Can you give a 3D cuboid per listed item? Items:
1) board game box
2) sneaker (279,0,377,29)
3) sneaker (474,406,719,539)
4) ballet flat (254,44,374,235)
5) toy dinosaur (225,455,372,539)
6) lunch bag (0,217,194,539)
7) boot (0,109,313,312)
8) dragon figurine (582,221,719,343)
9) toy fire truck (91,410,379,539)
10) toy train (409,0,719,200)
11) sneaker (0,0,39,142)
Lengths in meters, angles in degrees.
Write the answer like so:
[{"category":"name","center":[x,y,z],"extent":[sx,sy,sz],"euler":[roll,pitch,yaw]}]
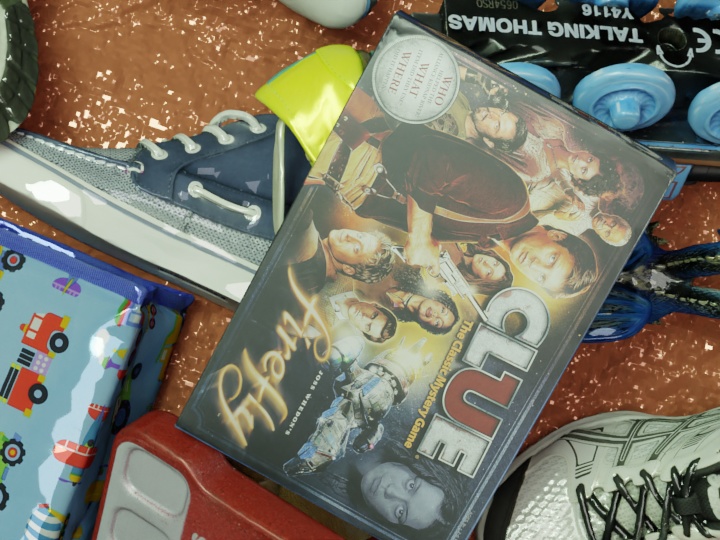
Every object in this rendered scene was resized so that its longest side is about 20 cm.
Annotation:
[{"category":"board game box","center":[0.027,0.010,0.877],"extent":[0.135,0.035,0.200],"euler":[28,101,0]},{"category":"sneaker","center":[-0.078,-0.176,0.957],"extent":[0.200,0.072,0.072],"euler":[41,59,5]},{"category":"sneaker","center":[0.149,0.098,0.963],"extent":[0.199,0.088,0.076],"euler":[-19,92,-1]},{"category":"ballet flat","center":[0.000,0.000,0.926],"extent":[0.067,0.067,0.201],"euler":[-16,97,-6]},{"category":"toy dinosaur","center":[-0.019,0.111,0.982],"extent":[0.200,0.060,0.106],"euler":[29,100,-14]},{"category":"lunch bag","center":[-0.202,0.044,0.960],"extent":[0.199,0.094,0.151],"euler":[22,90,10]},{"category":"boot","center":[-0.079,-0.042,0.969],"extent":[0.200,0.073,0.091],"euler":[26,82,-10]},{"category":"dragon figurine","center":[0.104,0.003,0.955],"extent":[0.199,0.099,0.059],"euler":[1,89,-2]},{"category":"toy fire truck","center":[-0.057,0.175,0.932],"extent":[0.168,0.112,0.200],"euler":[32,128,20]},{"category":"toy train","center":[0.109,-0.081,0.949],"extent":[0.199,0.114,0.087],"euler":[3,59,-9]},{"category":"sneaker","center":[-0.194,-0.142,0.956],"extent":[0.077,0.088,0.201],"euler":[25,61,-37]}]
